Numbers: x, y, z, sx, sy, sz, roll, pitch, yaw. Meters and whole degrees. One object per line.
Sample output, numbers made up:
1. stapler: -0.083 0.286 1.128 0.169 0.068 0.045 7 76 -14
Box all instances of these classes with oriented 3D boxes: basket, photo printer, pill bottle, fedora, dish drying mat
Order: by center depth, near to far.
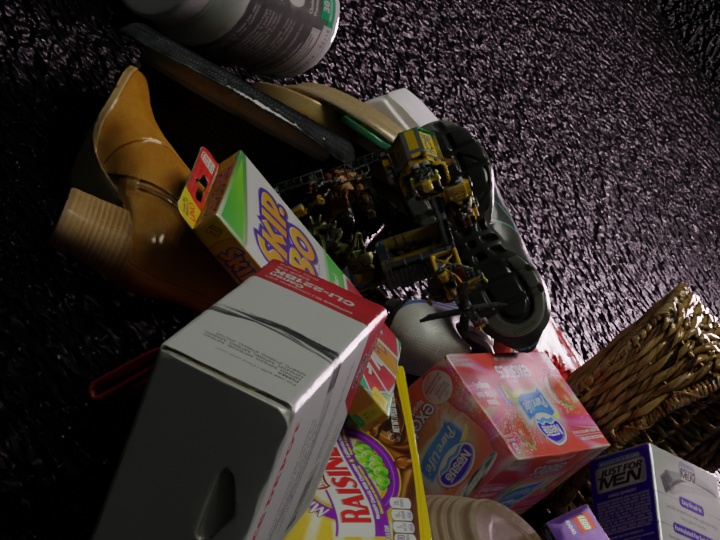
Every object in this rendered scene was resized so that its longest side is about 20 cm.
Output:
1. dish drying mat: -0.094 0.055 1.246 0.018 0.077 0.200 63 22 8
2. fedora: -0.106 -0.100 1.441 0.200 0.092 0.201 29 3 -2
3. basket: 0.236 0.133 1.602 0.149 0.200 0.143 50 19 3
4. pill bottle: -0.115 -0.240 1.676 0.200 0.113 0.113 14 40 -57
5. photo printer: 0.061 -0.092 1.798 0.167 0.069 0.200 51 9 -1

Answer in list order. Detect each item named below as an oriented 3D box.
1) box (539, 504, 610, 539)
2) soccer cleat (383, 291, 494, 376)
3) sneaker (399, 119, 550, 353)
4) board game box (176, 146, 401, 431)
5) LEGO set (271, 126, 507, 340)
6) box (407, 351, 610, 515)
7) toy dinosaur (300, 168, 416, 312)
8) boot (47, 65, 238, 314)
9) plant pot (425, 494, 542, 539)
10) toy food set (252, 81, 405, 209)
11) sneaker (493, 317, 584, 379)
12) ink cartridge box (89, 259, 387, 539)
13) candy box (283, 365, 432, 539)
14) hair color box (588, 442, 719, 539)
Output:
1. box: 0.175 0.278 1.330 0.039 0.137 0.200 -20 63 -23
2. soccer cleat: 0.072 0.059 1.549 0.086 0.070 0.200 25 9 15
3. sneaker: 0.087 -0.022 1.501 0.079 0.075 0.201 55 12 -68
4. board game box: -0.044 0.007 1.280 0.200 0.030 0.096 48 24 -18
5. LEGO set: 0.000 0.000 1.383 0.116 0.199 0.154 -107 -174 -47
6. box: 0.094 0.129 1.466 0.095 0.103 0.200 56 20 17
7. toy dinosaur: -0.009 -0.031 1.539 0.136 0.102 0.200 50 15 8
8. boot: -0.127 -0.048 1.329 0.144 0.071 0.202 25 38 -13
9. plant pot: 0.075 0.218 1.281 0.201 0.093 0.201 40 23 -20
10. toy food set: 0.003 -0.086 1.616 0.197 0.049 0.200 30 -14 22
11. sneaker: 0.161 0.083 1.720 0.116 0.078 0.200 45 22 -6
12. ink cartridge box: -0.068 0.093 1.110 0.083 0.145 0.200 24 18 8
13. candy box: -0.012 0.130 1.272 0.102 0.027 0.200 -2 34 -5
14. hair color box: 0.239 0.247 1.513 0.109 0.065 0.201 27 53 -45
